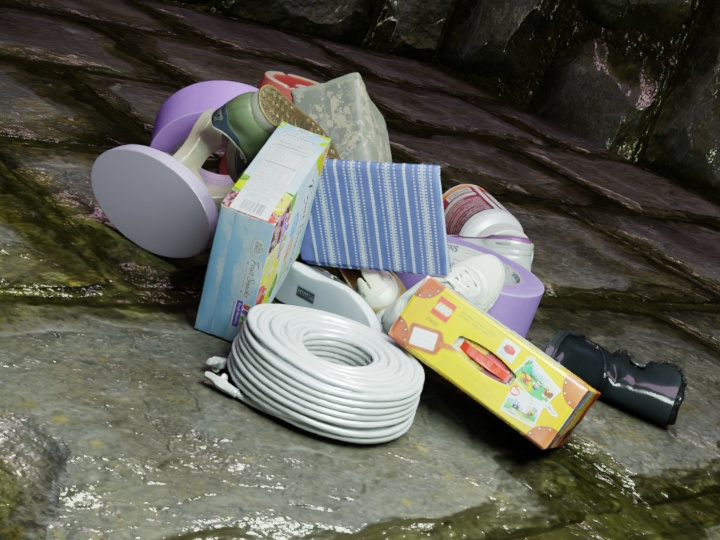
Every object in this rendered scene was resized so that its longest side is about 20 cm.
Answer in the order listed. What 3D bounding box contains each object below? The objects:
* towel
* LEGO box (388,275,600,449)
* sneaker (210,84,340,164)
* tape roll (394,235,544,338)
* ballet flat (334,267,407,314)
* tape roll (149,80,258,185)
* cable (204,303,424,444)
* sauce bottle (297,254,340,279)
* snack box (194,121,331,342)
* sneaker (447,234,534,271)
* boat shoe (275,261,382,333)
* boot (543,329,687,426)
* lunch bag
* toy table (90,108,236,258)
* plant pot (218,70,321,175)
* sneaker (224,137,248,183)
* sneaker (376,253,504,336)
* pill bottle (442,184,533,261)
[{"bbox_3d":[0.008,-0.065,1.296,0.199,0.145,0.024,6,33,25],"label":"towel"},{"bbox_3d":[0.145,0.100,1.177,0.200,0.077,0.149,36,4,18],"label":"LEGO box"},{"bbox_3d":[-0.102,-0.152,1.340,0.090,0.067,0.200,-11,-29,26],"label":"sneaker"},{"bbox_3d":[0.139,0.027,1.492,0.199,0.085,0.200,18,18,-6],"label":"tape roll"},{"bbox_3d":[0.000,0.000,1.376,0.200,0.069,0.063,51,-8,26],"label":"ballet flat"},{"bbox_3d":[-0.183,-0.157,1.495,0.199,0.200,0.066,14,45,-15],"label":"tape roll"},{"bbox_3d":[-0.033,0.099,1.118,0.199,0.069,0.200,26,19,20],"label":"cable"},{"bbox_3d":[-0.049,-0.029,1.493,0.065,0.065,0.200,0,25,-47],"label":"sauce bottle"},{"bbox_3d":[-0.105,-0.044,1.219,0.067,0.169,0.200,20,36,3],"label":"snack box"},{"bbox_3d":[0.154,-0.004,1.620,0.199,0.100,0.075,2,3,30],"label":"sneaker"},{"bbox_3d":[-0.030,0.041,1.311,0.066,0.070,0.200,1,18,-42],"label":"boat shoe"},{"bbox_3d":[0.311,0.134,1.361,0.168,0.077,0.200,22,11,20],"label":"boot"},{"bbox_3d":[-0.013,-0.146,1.527,0.117,0.165,0.200,-13,-25,14],"label":"lunch bag"},{"bbox_3d":[-0.220,-0.100,1.368,0.200,0.184,0.117,34,37,24],"label":"toy table"},{"bbox_3d":[-0.113,-0.215,1.793,0.200,0.178,0.201,17,17,-5],"label":"plant pot"},{"bbox_3d":[-0.121,-0.104,1.414,0.080,0.201,0.075,-18,34,-30],"label":"sneaker"},{"bbox_3d":[0.105,0.031,1.323,0.200,0.081,0.075,-30,73,-31],"label":"sneaker"},{"bbox_3d":[0.193,-0.056,1.753,0.109,0.110,0.200,13,19,-20],"label":"pill bottle"}]
